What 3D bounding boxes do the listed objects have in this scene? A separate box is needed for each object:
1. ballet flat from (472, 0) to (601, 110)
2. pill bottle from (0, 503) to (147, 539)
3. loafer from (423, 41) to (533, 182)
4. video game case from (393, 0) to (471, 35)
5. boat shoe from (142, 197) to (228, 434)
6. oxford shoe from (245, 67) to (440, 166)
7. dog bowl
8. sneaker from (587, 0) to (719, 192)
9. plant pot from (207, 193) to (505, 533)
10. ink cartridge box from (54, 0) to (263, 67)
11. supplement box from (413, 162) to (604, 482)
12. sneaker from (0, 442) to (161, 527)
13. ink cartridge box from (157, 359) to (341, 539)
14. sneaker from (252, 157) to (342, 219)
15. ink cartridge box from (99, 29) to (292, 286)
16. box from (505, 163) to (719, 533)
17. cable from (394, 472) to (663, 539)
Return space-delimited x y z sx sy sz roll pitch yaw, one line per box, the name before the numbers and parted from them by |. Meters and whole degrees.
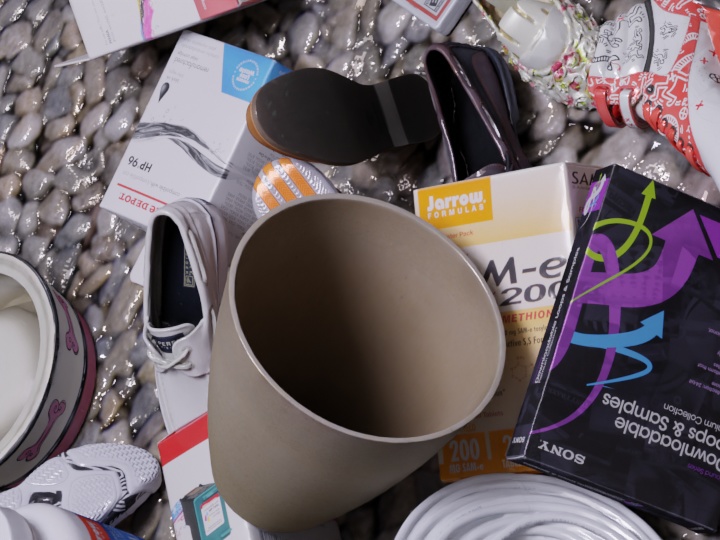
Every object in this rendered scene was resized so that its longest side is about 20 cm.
ballet flat | 0.112 -0.190 1.638 0.076 0.064 0.200 -53 54 23
pill bottle | -0.213 0.233 1.630 0.112 0.200 0.113 -15 62 32
loafer | 0.086 -0.073 1.607 0.072 0.063 0.201 -32 61 35
video game case | 0.045 -0.287 1.775 0.200 0.017 0.143 40 97 41
boat shoe | -0.133 0.047 1.694 0.071 0.066 0.202 6 99 26
oxford shoe | -0.024 -0.104 1.641 0.071 0.199 0.072 -17 82 36
dog bowl | -0.300 0.090 1.845 0.199 0.074 0.202 -15 63 32
sneaker | 0.216 -0.104 1.526 0.107 0.067 0.203 -21 54 23
plant pot | -0.028 0.084 1.484 0.200 0.186 0.188 121 142 -48
ink cartridge box | -0.157 -0.228 1.833 0.199 0.116 0.068 -15 98 32
supplement box | 0.112 0.036 1.509 0.125 0.073 0.202 -10 83 35
sneaker | -0.239 0.217 1.744 0.199 0.115 0.075 -29 48 -18
ink cartridge box | -0.075 0.174 1.604 0.067 0.116 0.201 -31 54 24
sneaker | 0.000 0.000 1.651 0.077 0.112 0.201 -32 87 7
ink cartridge box | -0.128 -0.077 1.785 0.116 0.068 0.201 21 85 42
box | 0.190 0.051 1.439 0.036 0.142 0.201 163 127 -74
cable | 0.111 0.217 1.409 0.198 0.070 0.201 -4 45 -6
